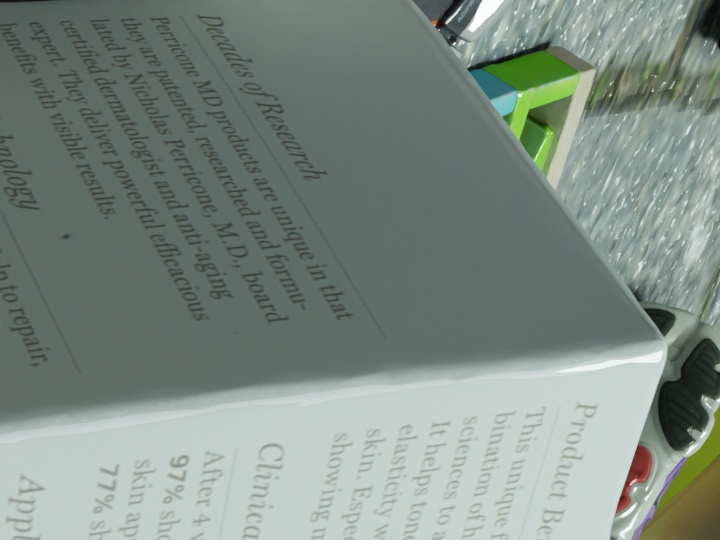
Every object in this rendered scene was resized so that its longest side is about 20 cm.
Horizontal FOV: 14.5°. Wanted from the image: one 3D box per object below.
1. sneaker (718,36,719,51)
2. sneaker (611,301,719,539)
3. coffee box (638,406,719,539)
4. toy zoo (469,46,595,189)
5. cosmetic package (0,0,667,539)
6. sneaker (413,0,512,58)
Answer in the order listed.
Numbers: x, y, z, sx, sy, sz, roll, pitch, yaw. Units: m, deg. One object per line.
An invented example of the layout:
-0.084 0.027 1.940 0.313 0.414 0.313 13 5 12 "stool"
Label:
0.182 -0.125 1.087 0.112 0.073 0.200 -53 154 -9 "sneaker"
0.091 0.108 1.194 0.200 0.081 0.083 -48 160 -14 "sneaker"
0.217 0.207 1.365 0.198 0.199 0.200 -50 152 -11 "coffee box"
0.000 0.000 0.988 0.200 0.020 0.132 -22 138 -47 "toy zoo"
-0.061 0.044 0.712 0.199 0.167 0.168 -5 129 -26 "cosmetic package"
-0.034 -0.060 0.828 0.201 0.077 0.112 -61 146 -5 "sneaker"
